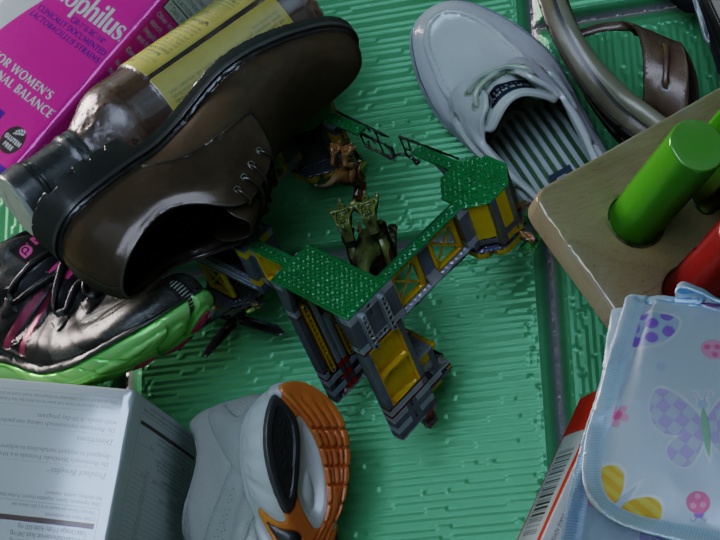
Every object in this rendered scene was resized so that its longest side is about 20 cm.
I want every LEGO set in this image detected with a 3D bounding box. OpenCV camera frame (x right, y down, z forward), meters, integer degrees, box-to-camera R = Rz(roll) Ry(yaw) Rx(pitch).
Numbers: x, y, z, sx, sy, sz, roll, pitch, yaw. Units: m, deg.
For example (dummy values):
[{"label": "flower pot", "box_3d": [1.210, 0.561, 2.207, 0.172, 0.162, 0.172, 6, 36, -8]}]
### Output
[{"label": "LEGO set", "box_3d": [0.000, 0.000, 0.966, 0.200, 0.116, 0.154, 17, 56, 35]}]

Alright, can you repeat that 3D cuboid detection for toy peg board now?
[{"label": "toy peg board", "box_3d": [0.219, -0.012, 0.804, 0.200, 0.098, 0.199, -29, 76, -22]}]

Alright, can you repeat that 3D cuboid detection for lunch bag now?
[{"label": "lunch bag", "box_3d": [0.163, 0.117, 0.709, 0.169, 0.127, 0.200, 14, 95, 13]}]

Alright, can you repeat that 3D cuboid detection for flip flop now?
[{"label": "flip flop", "box_3d": [0.163, -0.087, 0.948, 0.058, 0.081, 0.200, -41, 68, 5]}]

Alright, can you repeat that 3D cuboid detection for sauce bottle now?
[{"label": "sauce bottle", "box_3d": [-0.108, -0.090, 0.971, 0.200, 0.065, 0.065, -36, 62, -21]}]

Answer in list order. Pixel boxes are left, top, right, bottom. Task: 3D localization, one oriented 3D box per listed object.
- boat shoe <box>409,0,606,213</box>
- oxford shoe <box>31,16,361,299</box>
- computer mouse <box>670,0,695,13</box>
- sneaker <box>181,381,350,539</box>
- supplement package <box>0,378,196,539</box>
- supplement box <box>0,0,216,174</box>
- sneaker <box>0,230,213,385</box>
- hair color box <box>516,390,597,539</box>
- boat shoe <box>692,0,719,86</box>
[{"label": "boat shoe", "box_3d": [0.091, -0.086, 0.977, 0.074, 0.067, 0.200, -39, 64, 0]}, {"label": "oxford shoe", "box_3d": [-0.065, -0.054, 0.921, 0.200, 0.073, 0.084, -42, 60, -14]}, {"label": "computer mouse", "box_3d": [0.192, -0.232, 1.024, 0.059, 0.034, 0.200, -22, 57, 38]}, {"label": "sneaker", "box_3d": [-0.053, 0.161, 0.937, 0.092, 0.076, 0.200, -9, 76, 46]}, {"label": "supplement package", "box_3d": [-0.166, 0.168, 0.934, 0.109, 0.114, 0.200, 3, 71, 17]}, {"label": "supplement box", "box_3d": [-0.147, -0.124, 1.040, 0.101, 0.103, 0.200, 35, 82, 34]}, {"label": "sneaker", "box_3d": [-0.167, 0.019, 0.973, 0.200, 0.077, 0.084, -5, 102, 37]}, {"label": "hair color box", "box_3d": [0.176, 0.147, 0.826, 0.200, 0.064, 0.111, 26, 78, -2]}, {"label": "boat shoe", "box_3d": [0.224, -0.091, 0.937, 0.074, 0.068, 0.199, -28, 89, -7]}]
